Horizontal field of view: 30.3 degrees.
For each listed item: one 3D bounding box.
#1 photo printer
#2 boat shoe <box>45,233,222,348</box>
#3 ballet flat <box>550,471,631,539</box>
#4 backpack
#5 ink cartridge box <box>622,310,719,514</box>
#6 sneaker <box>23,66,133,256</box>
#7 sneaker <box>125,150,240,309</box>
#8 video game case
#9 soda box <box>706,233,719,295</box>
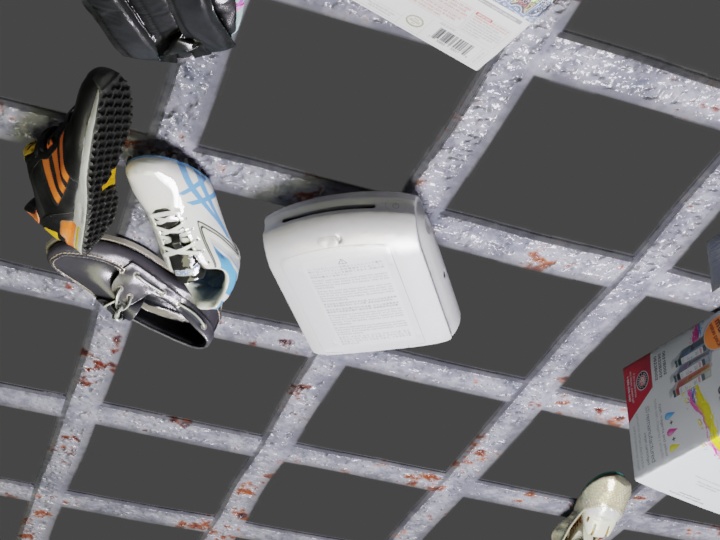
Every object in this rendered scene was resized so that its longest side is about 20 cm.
[{"bbox_3d":[0.000,0.000,1.305,0.164,0.070,0.201,-7,142,14],"label":"photo printer"},{"bbox_3d":[-0.229,0.022,1.355,0.199,0.063,0.073,25,139,-28],"label":"boat shoe"},{"bbox_3d":[0.307,0.335,1.753,0.067,0.063,0.201,8,143,-9],"label":"ballet flat"},{"bbox_3d":[-0.143,-0.243,0.933,0.165,0.128,0.201,3,147,19],"label":"backpack"},{"bbox_3d":[0.403,0.144,1.413,0.144,0.147,0.200,24,138,-27],"label":"ink cartridge box"},{"bbox_3d":[-0.262,-0.103,1.182,0.089,0.070,0.201,25,134,7],"label":"sneaker"},{"bbox_3d":[-0.166,-0.037,1.264,0.071,0.073,0.201,-7,142,16],"label":"sneaker"},{"bbox_3d":[0.067,-0.250,0.985,0.199,0.036,0.181,24,139,-27],"label":"video game case"},{"bbox_3d":[0.415,-0.039,1.230,0.068,0.064,0.200,22,140,-23],"label":"soda box"}]
